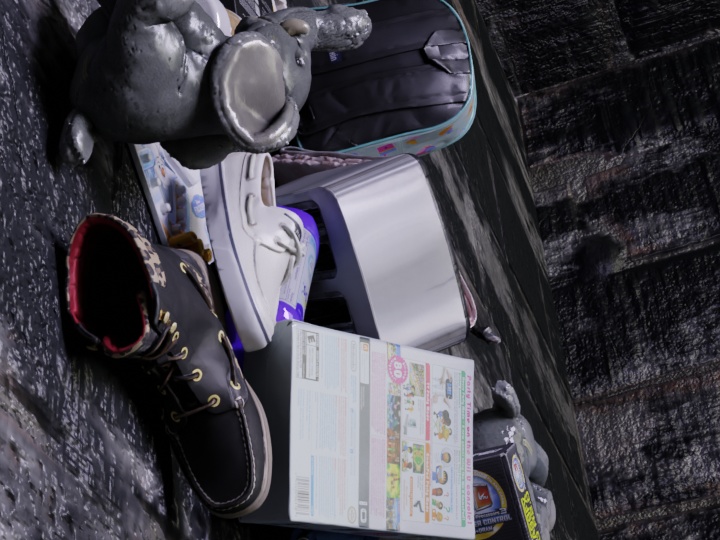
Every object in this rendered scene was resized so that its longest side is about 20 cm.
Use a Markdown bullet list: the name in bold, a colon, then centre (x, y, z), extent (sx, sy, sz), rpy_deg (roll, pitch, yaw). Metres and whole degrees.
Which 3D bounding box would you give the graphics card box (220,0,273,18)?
- **graphics card box**: centre (-0.123, -0.258, 1.379), extent (0.125, 0.050, 0.202), rpy_deg (46, 32, -63)

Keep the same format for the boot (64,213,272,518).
- **boot**: centre (-0.127, 0.062, 0.951), extent (0.151, 0.073, 0.202), rpy_deg (43, 30, -68)

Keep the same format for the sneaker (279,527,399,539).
- **sneaker**: centre (-0.038, 0.255, 1.126), extent (0.089, 0.079, 0.201), rpy_deg (31, 41, -8)

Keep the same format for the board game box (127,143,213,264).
- **board game box**: centre (-0.143, -0.106, 1.179), extent (0.200, 0.026, 0.202), rpy_deg (-50, 124, -74)

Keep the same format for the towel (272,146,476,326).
- **towel**: centre (0.011, -0.033, 1.418), extent (0.032, 0.199, 0.192), rpy_deg (-41, 123, -31)

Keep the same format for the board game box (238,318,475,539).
- **board game box**: centre (0.002, 0.129, 1.106), extent (0.199, 0.064, 0.149), rpy_deg (15, 69, -41)

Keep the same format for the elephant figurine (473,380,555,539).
- **elephant figurine**: centre (0.067, 0.204, 1.299), extent (0.141, 0.198, 0.157), rpy_deg (39, 45, -60)

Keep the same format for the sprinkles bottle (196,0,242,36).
- **sprinkles bottle**: centre (-0.113, -0.179, 1.179), extent (0.200, 0.068, 0.069), rpy_deg (13, 62, -75)

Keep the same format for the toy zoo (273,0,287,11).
- **toy zoo**: centre (-0.092, -0.240, 1.550), extent (0.131, 0.020, 0.202), rpy_deg (-4, 79, -76)

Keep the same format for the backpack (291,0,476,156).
- **backpack**: centre (0.025, -0.194, 1.499), extent (0.153, 0.198, 0.177), rpy_deg (48, 28, -69)

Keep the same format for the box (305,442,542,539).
- **box**: centre (0.057, 0.247, 1.221), extent (0.044, 0.198, 0.162), rpy_deg (-22, 97, -70)

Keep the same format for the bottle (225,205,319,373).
- **bottle**: centre (-0.078, 0.043, 1.156), extent (0.084, 0.065, 0.201), rpy_deg (101, -2, -50)

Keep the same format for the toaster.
- **toaster**: centre (0.000, 0.000, 1.290), extent (0.118, 0.199, 0.182), rpy_deg (-23, 100, -36)

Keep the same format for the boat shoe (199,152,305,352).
- **boat shoe**: centre (-0.076, -0.023, 1.083), extent (0.201, 0.069, 0.071), rpy_deg (-105, -179, -49)

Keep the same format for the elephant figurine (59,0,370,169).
- **elephant figurine**: centre (-0.095, -0.134, 1.014), extent (0.199, 0.156, 0.142), rpy_deg (23, 23, -27)
